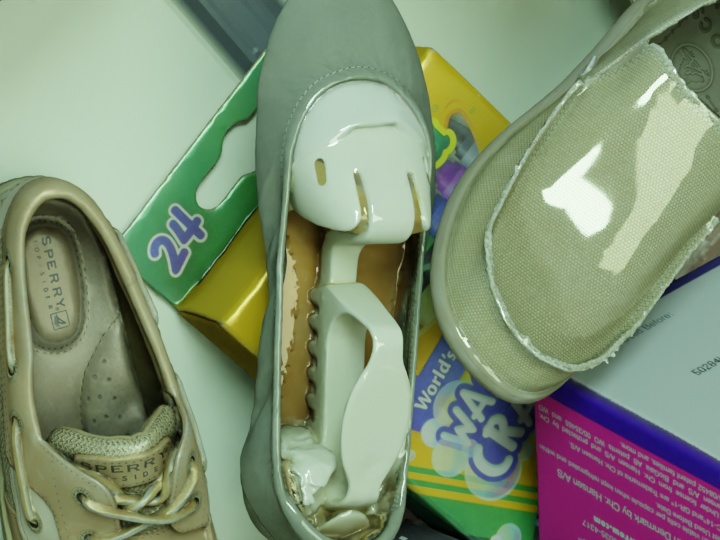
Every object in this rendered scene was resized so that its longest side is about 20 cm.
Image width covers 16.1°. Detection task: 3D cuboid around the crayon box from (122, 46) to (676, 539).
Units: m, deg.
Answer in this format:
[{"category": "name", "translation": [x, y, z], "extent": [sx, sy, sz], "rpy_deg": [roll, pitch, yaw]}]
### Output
[{"category": "crayon box", "translation": [0.025, 0.009, 0.928], "extent": [0.200, 0.052, 0.126], "rpy_deg": [41, 79, -23]}]

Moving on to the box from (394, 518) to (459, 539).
[{"category": "box", "translation": [0.007, 0.162, 0.856], "extent": [0.158, 0.200, 0.048], "rpy_deg": [-36, 106, -17]}]

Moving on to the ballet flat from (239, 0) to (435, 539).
[{"category": "ballet flat", "translation": [0.000, 0.000, 0.852], "extent": [0.067, 0.064, 0.201], "rpy_deg": [2, 96, -25]}]

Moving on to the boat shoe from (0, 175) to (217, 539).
[{"category": "boat shoe", "translation": [-0.088, 0.066, 0.864], "extent": [0.071, 0.065, 0.200], "rpy_deg": [-21, 97, -18]}]

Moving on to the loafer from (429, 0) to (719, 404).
[{"category": "loafer", "translation": [0.093, -0.040, 0.870], "extent": [0.076, 0.068, 0.200], "rpy_deg": [42, 59, -12]}]

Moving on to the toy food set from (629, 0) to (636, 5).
[{"category": "toy food set", "translation": [0.153, -0.141, 0.973], "extent": [0.143, 0.060, 0.200], "rpy_deg": [-31, 106, -7]}]

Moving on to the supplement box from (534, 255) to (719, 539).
[{"category": "supplement box", "translation": [0.132, 0.115, 0.923], "extent": [0.101, 0.103, 0.200], "rpy_deg": [-26, 128, -32]}]
